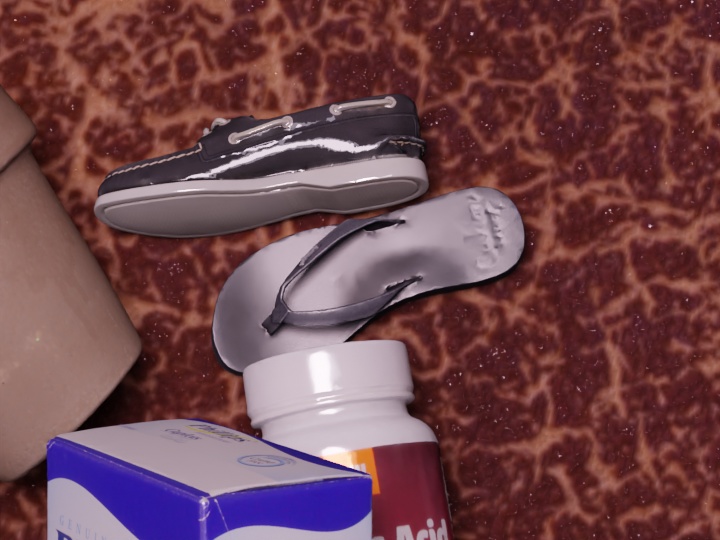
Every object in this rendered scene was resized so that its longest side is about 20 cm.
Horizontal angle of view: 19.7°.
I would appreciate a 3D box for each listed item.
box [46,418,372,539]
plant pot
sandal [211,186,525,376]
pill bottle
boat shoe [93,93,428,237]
[{"bbox_3d":[-0.084,0.193,1.093,0.104,0.183,0.202,-3,97,-33],"label":"box"},{"bbox_3d":[-0.219,0.019,1.175,0.200,0.200,0.175,-45,98,-5],"label":"plant pot"},{"bbox_3d":[0.000,-0.001,1.226,0.199,0.043,0.076,-25,80,-1],"label":"sandal"},{"bbox_3d":[-0.004,0.146,1.164,0.113,0.114,0.202,-10,80,1],"label":"pill bottle"},{"bbox_3d":[-0.060,-0.064,1.225,0.198,0.074,0.061,-9,71,7],"label":"boat shoe"}]
